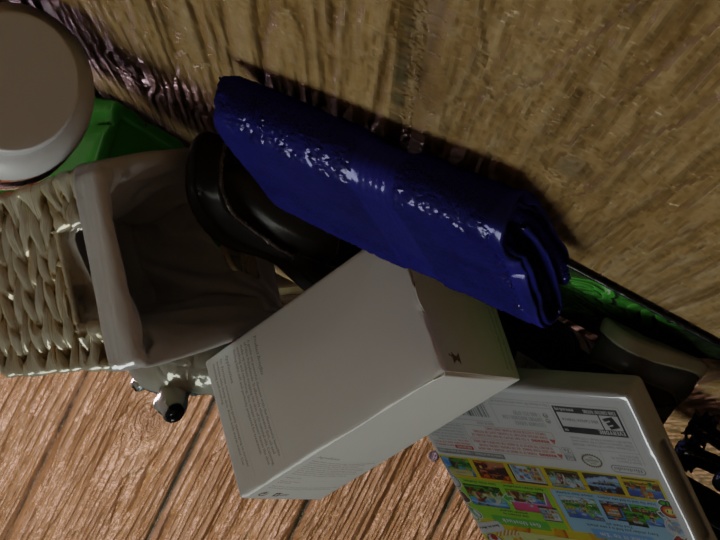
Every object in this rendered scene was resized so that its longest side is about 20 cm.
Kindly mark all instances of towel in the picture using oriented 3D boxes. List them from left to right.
[{"bbox_3d":[0.021,-0.045,0.952,0.198,0.050,0.148,24,166,24],"label":"towel"}]

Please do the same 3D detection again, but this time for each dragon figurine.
[{"bbox_3d":[0.307,0.153,1.285,0.099,0.059,0.200,28,175,-13],"label":"dragon figurine"}]

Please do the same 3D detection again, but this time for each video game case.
[{"bbox_3d":[0.136,0.139,1.134,0.199,0.023,0.183,1,129,45],"label":"video game case"}]

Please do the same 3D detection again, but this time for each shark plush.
[{"bbox_3d":[-0.148,0.081,1.366,0.083,0.092,0.199,6,170,-35],"label":"shark plush"}]

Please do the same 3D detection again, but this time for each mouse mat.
[{"bbox_3d":[0.149,0.022,1.120,0.160,0.008,0.200,28,173,-7],"label":"mouse mat"}]

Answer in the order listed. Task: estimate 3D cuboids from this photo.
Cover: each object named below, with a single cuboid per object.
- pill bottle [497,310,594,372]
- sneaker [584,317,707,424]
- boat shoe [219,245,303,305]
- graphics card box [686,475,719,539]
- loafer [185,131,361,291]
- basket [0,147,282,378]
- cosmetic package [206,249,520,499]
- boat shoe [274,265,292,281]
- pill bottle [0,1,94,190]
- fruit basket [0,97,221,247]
[{"bbox_3d":[0.098,0.072,1.245,0.199,0.113,0.111,31,172,-30],"label":"pill bottle"},{"bbox_3d":[0.175,0.100,1.124,0.074,0.107,0.200,24,174,13],"label":"sneaker"},{"bbox_3d":[-0.059,0.013,1.357,0.199,0.072,0.073,0,-127,-56],"label":"boat shoe"},{"bbox_3d":[0.235,0.179,1.356,0.125,0.051,0.200,29,179,-6],"label":"graphics card box"},{"bbox_3d":[-0.043,-0.041,1.171,0.071,0.074,0.199,-11,151,35],"label":"loafer"},{"bbox_3d":[-0.160,-0.005,1.160,0.122,0.137,0.199,-11,-178,27],"label":"basket"},{"bbox_3d":[-0.003,0.067,1.123,0.199,0.109,0.084,-33,153,35],"label":"cosmetic package"},{"bbox_3d":[0.000,0.000,1.304,0.199,0.071,0.069,36,-169,-23],"label":"boat shoe"},{"bbox_3d":[-0.232,-0.112,1.102,0.111,0.113,0.200,27,174,-12],"label":"pill bottle"},{"bbox_3d":[-0.211,-0.058,1.384,0.213,0.157,0.216,13,160,5],"label":"fruit basket"}]
